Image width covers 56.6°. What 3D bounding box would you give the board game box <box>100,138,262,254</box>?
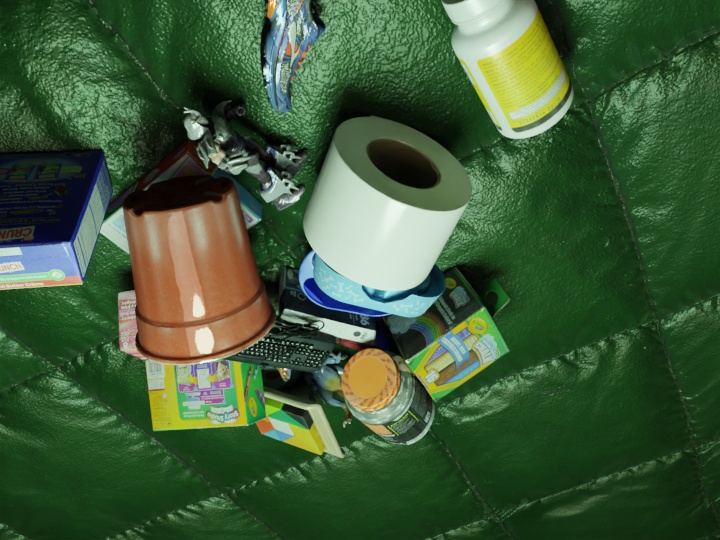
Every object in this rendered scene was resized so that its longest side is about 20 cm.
[{"bbox_3d":[-0.268,-0.080,0.993,0.198,0.041,0.153,-32,127,20],"label":"board game box"}]

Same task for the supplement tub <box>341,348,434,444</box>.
[{"bbox_3d":[0.046,0.212,1.128,0.120,0.125,0.200,-20,148,11],"label":"supplement tub"}]

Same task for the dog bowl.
[{"bbox_3d":[0.023,0.008,0.946,0.196,0.113,0.050,13,126,-16],"label":"dog bowl"}]

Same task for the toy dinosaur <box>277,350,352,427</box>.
[{"bbox_3d":[-0.077,0.195,1.183,0.180,0.106,0.200,38,163,-11],"label":"toy dinosaur"}]

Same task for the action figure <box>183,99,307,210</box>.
[{"bbox_3d":[-0.155,-0.162,0.884,0.069,0.132,0.199,-31,143,26],"label":"action figure"}]

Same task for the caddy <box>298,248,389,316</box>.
[{"bbox_3d":[0.000,0.000,1.047,0.196,0.106,0.143,11,129,-15],"label":"caddy"}]

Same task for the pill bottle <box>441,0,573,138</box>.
[{"bbox_3d":[0.179,-0.272,0.826,0.110,0.113,0.200,-28,129,18],"label":"pill bottle"}]

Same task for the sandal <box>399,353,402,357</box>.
[{"bbox_3d":[0.143,0.170,1.245,0.196,0.058,0.081,-9,132,2],"label":"sandal"}]

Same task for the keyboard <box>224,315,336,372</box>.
[{"bbox_3d":[-0.128,0.117,1.024,0.197,0.040,0.105,11,121,-30],"label":"keyboard"}]

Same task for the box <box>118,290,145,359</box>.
[{"bbox_3d":[-0.276,0.078,1.071,0.195,0.098,0.100,-8,165,0],"label":"box"}]

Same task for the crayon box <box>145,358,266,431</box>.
[{"bbox_3d":[-0.257,0.195,1.103,0.196,0.122,0.058,-8,178,24],"label":"crayon box"}]

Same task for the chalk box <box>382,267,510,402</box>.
[{"bbox_3d":[0.160,0.094,1.121,0.198,0.125,0.125,-33,128,3],"label":"chalk box"}]

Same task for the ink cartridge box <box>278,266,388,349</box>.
[{"bbox_3d":[-0.038,0.062,1.104,0.196,0.101,0.040,16,129,-20],"label":"ink cartridge box"}]

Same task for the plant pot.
[{"bbox_3d":[-0.223,-0.013,0.897,0.196,0.202,0.199,-6,114,-1],"label":"plant pot"}]

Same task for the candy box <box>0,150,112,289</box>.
[{"bbox_3d":[-0.432,-0.070,0.877,0.165,0.202,0.078,-2,132,-3],"label":"candy box"}]

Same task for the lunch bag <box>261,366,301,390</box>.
[{"bbox_3d":[-0.210,0.176,1.203,0.198,0.076,0.160,-30,131,19],"label":"lunch bag"}]

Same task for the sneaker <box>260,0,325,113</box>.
[{"bbox_3d":[-0.082,-0.284,0.816,0.077,0.076,0.203,2,133,-12],"label":"sneaker"}]

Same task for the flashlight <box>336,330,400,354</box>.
[{"bbox_3d":[-0.022,0.127,1.183,0.197,0.069,0.068,25,124,-24],"label":"flashlight"}]

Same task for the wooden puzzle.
[{"bbox_3d":[-0.130,0.263,1.166,0.182,0.038,0.202,12,146,25],"label":"wooden puzzle"}]

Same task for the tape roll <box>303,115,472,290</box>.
[{"bbox_3d":[0.034,-0.092,0.909,0.199,0.205,0.141,13,129,-17],"label":"tape roll"}]
